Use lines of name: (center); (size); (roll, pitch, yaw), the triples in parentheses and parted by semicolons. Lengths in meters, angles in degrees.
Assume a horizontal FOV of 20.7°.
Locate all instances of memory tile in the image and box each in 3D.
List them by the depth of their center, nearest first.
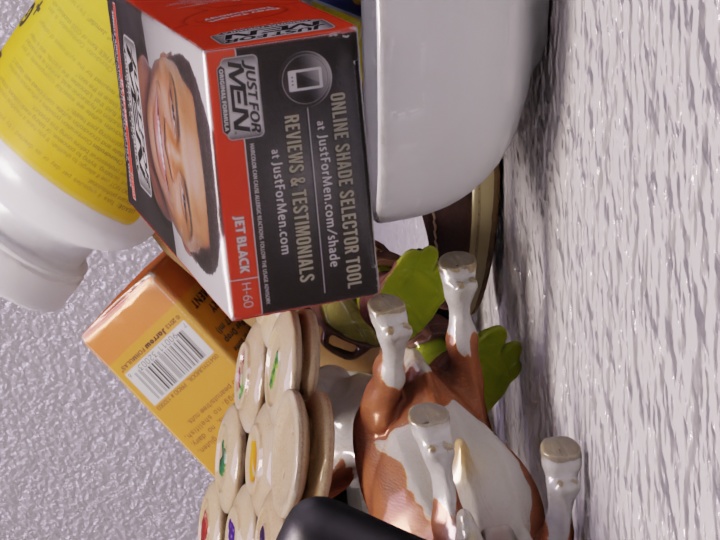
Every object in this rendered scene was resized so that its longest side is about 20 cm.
memory tile: (-0.044, 0.098, 0.839); (0.154, 0.017, 0.201); (-101, 21, -50)

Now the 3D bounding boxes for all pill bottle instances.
pill bottle: (-0.121, -0.082, 0.944); (0.201, 0.112, 0.112); (-52, 12, 13)

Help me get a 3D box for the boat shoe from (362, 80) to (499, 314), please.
boat shoe: (0.027, -0.076, 0.920); (0.072, 0.071, 0.202); (-94, 1, -69)

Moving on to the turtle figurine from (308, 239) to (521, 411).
turtle figurine: (0.000, 0.000, 0.875); (0.201, 0.064, 0.161); (64, 168, -24)

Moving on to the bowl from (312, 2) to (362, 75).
bowl: (-0.004, -0.148, 1.079); (0.200, 0.107, 0.202); (-166, 90, -86)

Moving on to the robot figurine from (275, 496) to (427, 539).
robot figurine: (-0.025, 0.178, 0.634); (0.124, 0.150, 0.202); (36, 110, 36)

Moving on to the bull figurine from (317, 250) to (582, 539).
bull figurine: (0.029, 0.073, 0.732); (0.200, 0.064, 0.122); (-122, 26, -52)

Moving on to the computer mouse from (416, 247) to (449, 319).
computer mouse: (-0.013, 0.014, 1.121); (0.053, 0.199, 0.140); (-35, 44, 45)

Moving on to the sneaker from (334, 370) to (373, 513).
sneaker: (0.001, 0.152, 0.900); (0.099, 0.077, 0.202); (-21, -94, -59)

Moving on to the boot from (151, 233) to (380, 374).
boot: (-0.026, 0.037, 0.998); (0.200, 0.066, 0.175); (43, -164, -17)

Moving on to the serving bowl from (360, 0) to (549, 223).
serving bowl: (0.033, -0.120, 0.730); (0.200, 0.065, 0.202); (178, 90, -88)

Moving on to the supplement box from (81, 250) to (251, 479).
supplement box: (-0.051, 0.078, 1.047); (0.200, 0.069, 0.067); (48, -153, -7)

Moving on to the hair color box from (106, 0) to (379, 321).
hair color box: (-0.052, -0.058, 0.785); (0.200, 0.061, 0.103); (-143, 45, -68)

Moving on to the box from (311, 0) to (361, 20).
box: (-0.003, -0.212, 0.820); (0.121, 0.032, 0.202); (4, -78, -69)
